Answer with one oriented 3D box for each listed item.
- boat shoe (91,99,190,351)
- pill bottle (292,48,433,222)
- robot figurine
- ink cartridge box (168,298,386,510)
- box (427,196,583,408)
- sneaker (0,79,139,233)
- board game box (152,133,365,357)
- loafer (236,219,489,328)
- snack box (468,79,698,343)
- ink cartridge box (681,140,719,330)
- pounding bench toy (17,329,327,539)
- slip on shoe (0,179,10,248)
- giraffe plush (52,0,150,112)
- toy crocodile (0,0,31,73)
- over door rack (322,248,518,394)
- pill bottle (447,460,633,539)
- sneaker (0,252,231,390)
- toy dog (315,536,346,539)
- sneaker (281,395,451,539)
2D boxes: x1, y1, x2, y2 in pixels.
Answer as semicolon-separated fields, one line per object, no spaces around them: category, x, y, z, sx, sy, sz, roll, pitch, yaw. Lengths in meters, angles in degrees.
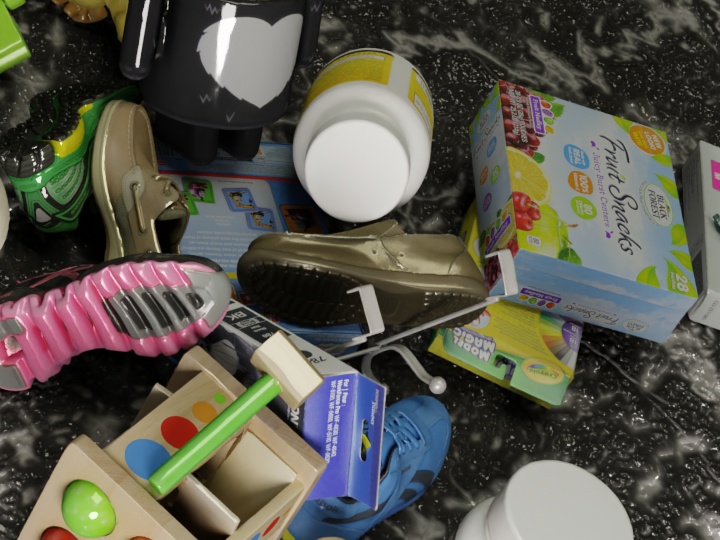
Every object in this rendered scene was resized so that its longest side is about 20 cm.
boat shoe;-0.158;-0.039;1.655;0.072;0.065;0.201;45;36;-60
pill bottle;0.003;-0.106;1.766;0.111;0.112;0.200;27;17;-5
robot figurine;-0.106;-0.185;1.706;0.124;0.201;0.150;14;22;9
ink cartridge box;-0.063;0.091;1.544;0.039;0.100;0.199;-17;30;-40
box;0.127;0.029;1.812;0.117;0.048;0.201;26;40;-7
sneaker;-0.224;-0.092;1.712;0.077;0.086;0.200;-4;25;19
board game box;-0.094;-0.020;1.736;0.150;0.037;0.201;3;49;-28
loafer;0.000;0.000;1.683;0.199;0.076;0.068;10;50;-19
snack box;0.183;-0.050;1.838;0.168;0.068;0.201;16;45;-18
ink cartridge box;0.378;-0.012;1.999;0.173;0.044;0.201;18;44;-12
pounding bench toy;-0.118;0.139;1.452;0.124;0.200;0.156;41;42;11
slip on shoe;-0.308;-0.082;1.629;0.061;0.076;0.201;54;18;-46
giraffe plush;-0.190;-0.255;1.840;0.162;0.173;0.200;32;76;15
toy crocodile;-0.324;-0.242;1.796;0.067;0.062;0.201;-33;68;-3
over door rack;0.012;0.065;1.604;0.147;0.200;0.067;-15;74;-39
pill bottle;0.099;0.224;1.498;0.113;0.200;0.114;16;44;-17
sneaker;-0.182;0.019;1.566;0.199;0.079;0.096;-12;25;15
toy dog;-0.001;0.270;1.459;0.096;0.133;0.199;-29;39;-33
sneaker;0.018;0.139;1.624;0.066;0.079;0.200;40;41;12
